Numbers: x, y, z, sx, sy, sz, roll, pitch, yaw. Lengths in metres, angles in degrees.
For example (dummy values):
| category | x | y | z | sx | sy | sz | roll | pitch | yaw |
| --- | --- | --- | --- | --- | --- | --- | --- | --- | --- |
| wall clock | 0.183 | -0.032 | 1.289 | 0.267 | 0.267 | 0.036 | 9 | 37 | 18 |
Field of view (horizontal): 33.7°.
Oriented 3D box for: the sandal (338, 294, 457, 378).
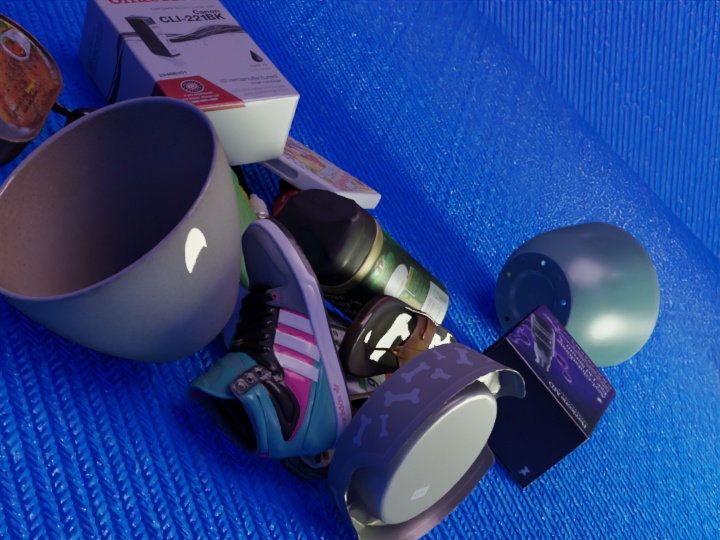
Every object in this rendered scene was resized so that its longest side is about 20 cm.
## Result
| category | x | y | z | sx | sy | sz | roll | pitch | yaw |
| --- | --- | --- | --- | --- | --- | --- | --- | --- | --- |
| sandal | 0.048 | 0.078 | 1.124 | 0.054 | 0.083 | 0.199 | 22 | -3 | 35 |

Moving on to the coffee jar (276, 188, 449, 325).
| category | x | y | z | sx | sy | sz | roll | pitch | yaw |
| --- | --- | --- | --- | --- | --- | --- | --- | --- | --- |
| coffee jar | 0.000 | 0.000 | 1.166 | 0.104 | 0.086 | 0.200 | 22 | -13 | 40 |

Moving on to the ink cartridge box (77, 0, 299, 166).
| category | x | y | z | sx | sy | sz | roll | pitch | yaw |
| --- | --- | --- | --- | --- | --- | --- | --- | --- | --- |
| ink cartridge box | -0.177 | -0.197 | 1.199 | 0.143 | 0.084 | 0.200 | -13 | 50 | -36 |

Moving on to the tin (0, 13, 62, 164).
| category | x | y | z | sx | sy | sz | roll | pitch | yaw |
| --- | --- | --- | --- | --- | --- | --- | --- | --- | --- |
| tin | -0.325 | -0.164 | 1.036 | 0.112 | 0.042 | 0.201 | 43 | 23 | -22 |

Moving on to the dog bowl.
| category | x | y | z | sx | sy | sz | roll | pitch | yaw |
| --- | --- | --- | --- | --- | --- | --- | --- | --- | --- |
| dog bowl | 0.053 | 0.149 | 1.019 | 0.059 | 0.201 | 0.199 | 40 | 17 | 30 |

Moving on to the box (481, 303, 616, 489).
| category | x | y | z | sx | sy | sz | roll | pitch | yaw |
| --- | --- | --- | --- | --- | --- | --- | --- | --- | --- |
| box | 0.204 | 0.143 | 1.400 | 0.148 | 0.104 | 0.200 | 50 | 22 | 5 |

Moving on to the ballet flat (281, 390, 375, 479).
| category | x | y | z | sx | sy | sz | roll | pitch | yaw |
| --- | --- | --- | --- | --- | --- | --- | --- | --- | --- |
| ballet flat | 0.011 | 0.139 | 1.066 | 0.199 | 0.046 | 0.068 | -9 | 87 | -43 |

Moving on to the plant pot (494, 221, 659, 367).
| category | x | y | z | sx | sy | sz | roll | pitch | yaw |
| --- | --- | --- | --- | --- | --- | --- | --- | --- | --- |
| plant pot | 0.276 | 0.035 | 1.598 | 0.160 | 0.201 | 0.202 | -2 | 52 | -47 |

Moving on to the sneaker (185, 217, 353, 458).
| category | x | y | z | sx | sy | sz | roll | pitch | yaw |
| --- | --- | --- | --- | --- | --- | --- | --- | --- | --- |
| sneaker | -0.090 | 0.065 | 0.971 | 0.120 | 0.083 | 0.202 | -17 | 86 | -33 |

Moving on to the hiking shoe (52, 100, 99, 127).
| category | x | y | z | sx | sy | sz | roll | pitch | yaw |
| --- | --- | --- | --- | --- | --- | --- | --- | --- | --- |
| hiking shoe | -0.217 | -0.074 | 1.060 | 0.100 | 0.076 | 0.201 | 10 | 33 | -43 |

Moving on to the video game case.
| category | x | y | z | sx | sy | sz | roll | pitch | yaw |
| --- | --- | --- | --- | --- | --- | --- | --- | --- | --- |
| video game case | -0.077 | -0.124 | 1.325 | 0.181 | 0.023 | 0.200 | 33 | 10 | 11 |

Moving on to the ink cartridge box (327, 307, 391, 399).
| category | x | y | z | sx | sy | sz | roll | pitch | yaw |
| --- | --- | --- | --- | --- | --- | --- | --- | --- | --- |
| ink cartridge box | 0.002 | 0.109 | 1.162 | 0.199 | 0.050 | 0.110 | 32 | 27 | -32 |

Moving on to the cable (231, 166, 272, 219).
| category | x | y | z | sx | sy | sz | roll | pitch | yaw |
| --- | --- | --- | --- | --- | --- | --- | --- | --- | --- |
| cable | -0.118 | -0.084 | 1.260 | 0.097 | 0.050 | 0.201 | 37 | 24 | -37 |

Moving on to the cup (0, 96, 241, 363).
| category | x | y | z | sx | sy | sz | roll | pitch | yaw |
| --- | --- | --- | --- | --- | --- | --- | --- | --- | --- |
| cup | -0.169 | -0.011 | 0.911 | 0.201 | 0.198 | 0.144 | -106 | 171 | -47 |

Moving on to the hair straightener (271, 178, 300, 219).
| category | x | y | z | sx | sy | sz | roll | pitch | yaw |
| --- | --- | --- | --- | --- | --- | --- | --- | --- | --- |
| hair straightener | -0.067 | -0.054 | 1.273 | 0.077 | 0.041 | 0.200 | 57 | -1 | -15 |

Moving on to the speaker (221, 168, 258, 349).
| category | x | y | z | sx | sy | sz | roll | pitch | yaw |
| --- | --- | --- | --- | --- | --- | --- | --- | --- | --- |
| speaker | -0.120 | -0.012 | 1.097 | 0.088 | 0.088 | 0.201 | 12 | 42 | -54 |
